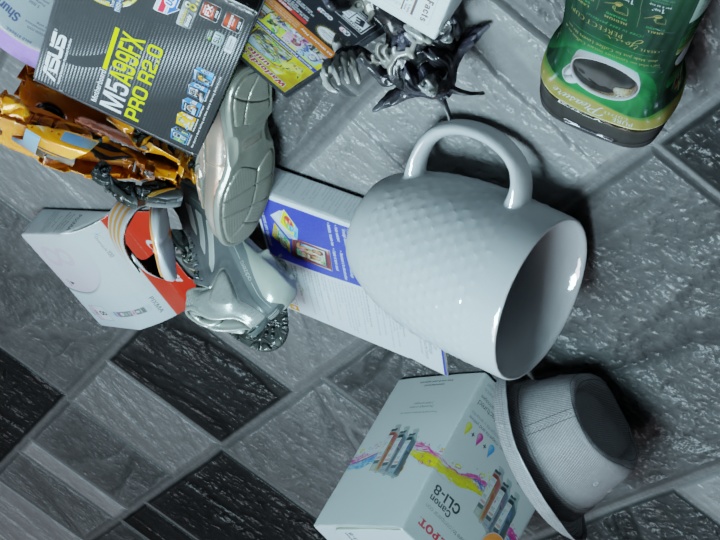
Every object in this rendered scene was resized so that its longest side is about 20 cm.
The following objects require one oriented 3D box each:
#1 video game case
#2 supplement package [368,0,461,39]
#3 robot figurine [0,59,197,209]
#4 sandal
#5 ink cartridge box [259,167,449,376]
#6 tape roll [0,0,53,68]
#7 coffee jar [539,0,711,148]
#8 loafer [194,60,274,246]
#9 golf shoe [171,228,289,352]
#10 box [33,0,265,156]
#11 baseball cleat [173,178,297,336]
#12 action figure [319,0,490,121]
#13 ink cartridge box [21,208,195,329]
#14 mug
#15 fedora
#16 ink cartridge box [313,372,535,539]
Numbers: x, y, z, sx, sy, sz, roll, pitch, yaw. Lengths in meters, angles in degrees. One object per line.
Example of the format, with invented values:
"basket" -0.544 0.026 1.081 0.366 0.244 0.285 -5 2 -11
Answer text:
"video game case" -0.088 -0.240 1.449 0.200 0.026 0.180 40 151 -16
"supplement package" 0.003 -0.273 1.213 0.199 0.110 0.114 31 152 3
"robot figurine" -0.235 -0.127 1.644 0.199 0.145 0.058 19 128 -2
"sandal" -0.212 -0.038 1.706 0.207 0.059 0.080 -120 21 -73
"ink cartridge box" 0.000 0.000 1.718 0.199 0.047 0.198 20 148 21
"tape roll" -0.282 -0.261 1.569 0.199 0.066 0.201 24 151 14
"coffee jar" 0.184 -0.172 1.215 0.104 0.086 0.200 24 150 10
"loafer" -0.120 -0.116 1.616 0.063 0.072 0.201 36 138 30
"golf shoe" -0.117 0.018 1.793 0.200 0.078 0.095 53 -178 38
"box" -0.176 -0.198 1.471 0.159 0.044 0.200 25 142 -6
"baseball cleat" -0.149 -0.012 1.723 0.200 0.106 0.070 40 172 37
"action figure" 0.017 -0.183 1.343 0.119 0.102 0.200 -34 109 26
"ink cartridge box" -0.264 0.001 1.982 0.199 0.057 0.163 8 143 46
"mug" 0.085 -0.031 1.501 0.175 0.147 0.201 25 122 28
"fedora" 0.205 0.161 1.682 0.090 0.178 0.200 -25 147 20
"ink cartridge box" 0.081 0.229 1.828 0.144 0.201 0.145 -8 133 50
